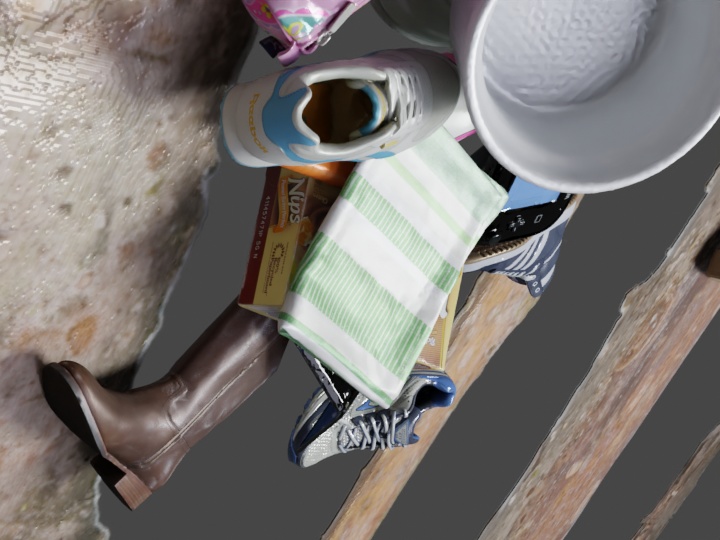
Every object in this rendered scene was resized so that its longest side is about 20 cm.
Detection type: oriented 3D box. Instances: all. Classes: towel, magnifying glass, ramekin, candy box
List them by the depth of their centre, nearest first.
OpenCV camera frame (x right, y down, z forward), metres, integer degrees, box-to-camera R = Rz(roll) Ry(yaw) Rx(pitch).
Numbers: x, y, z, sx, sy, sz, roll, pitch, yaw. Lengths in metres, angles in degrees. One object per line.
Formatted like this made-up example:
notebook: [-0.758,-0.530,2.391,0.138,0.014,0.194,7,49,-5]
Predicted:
ramekin: [0.157,-0.165,0.857,0.198,0.098,0.202,-6,124,-8]
towel: [0.027,-0.011,0.938,0.152,0.023,0.201,40,76,-42]
magnifying glass: [0.003,-0.069,0.940,0.199,0.022,0.081,17,72,-48]
candy box: [0.000,0.000,0.987,0.199,0.055,0.117,25,73,-45]

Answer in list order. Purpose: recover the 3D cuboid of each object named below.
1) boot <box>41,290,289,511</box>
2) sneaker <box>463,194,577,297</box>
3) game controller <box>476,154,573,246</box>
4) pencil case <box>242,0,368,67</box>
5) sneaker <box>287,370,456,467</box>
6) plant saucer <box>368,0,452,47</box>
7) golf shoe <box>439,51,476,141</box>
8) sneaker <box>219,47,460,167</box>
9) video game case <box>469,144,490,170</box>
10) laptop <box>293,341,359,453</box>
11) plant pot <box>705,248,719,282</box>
boot: [-0.139,0.070,0.965,0.200,0.064,0.187,-42,149,-21]
sneaker: [0.142,-0.014,1.245,0.199,0.070,0.109,-28,142,-40]
game controller: [0.153,-0.098,1.016,0.103,0.042,0.201,-4,140,-24]
pencil case: [0.011,-0.216,0.791,0.199,0.088,0.088,-35,149,-2]
sneaker: [0.016,0.141,1.228,0.199,0.085,0.078,-31,145,-30]
plant saucer: [0.097,-0.239,0.894,0.198,0.050,0.201,-17,138,-16]
golf shoe: [0.100,-0.154,1.004,0.199,0.073,0.092,-24,173,-46]
sneaker: [0.005,-0.108,0.834,0.199,0.080,0.077,-21,105,-41]
video game case: [0.166,-0.124,1.141,0.199,0.019,0.143,-27,173,-37]
laptop: [-0.018,0.038,1.093,0.178,0.103,0.201,-54,131,-32]
plant pot: [0.615,-0.044,1.770,0.200,0.199,0.176,17,92,-58]
